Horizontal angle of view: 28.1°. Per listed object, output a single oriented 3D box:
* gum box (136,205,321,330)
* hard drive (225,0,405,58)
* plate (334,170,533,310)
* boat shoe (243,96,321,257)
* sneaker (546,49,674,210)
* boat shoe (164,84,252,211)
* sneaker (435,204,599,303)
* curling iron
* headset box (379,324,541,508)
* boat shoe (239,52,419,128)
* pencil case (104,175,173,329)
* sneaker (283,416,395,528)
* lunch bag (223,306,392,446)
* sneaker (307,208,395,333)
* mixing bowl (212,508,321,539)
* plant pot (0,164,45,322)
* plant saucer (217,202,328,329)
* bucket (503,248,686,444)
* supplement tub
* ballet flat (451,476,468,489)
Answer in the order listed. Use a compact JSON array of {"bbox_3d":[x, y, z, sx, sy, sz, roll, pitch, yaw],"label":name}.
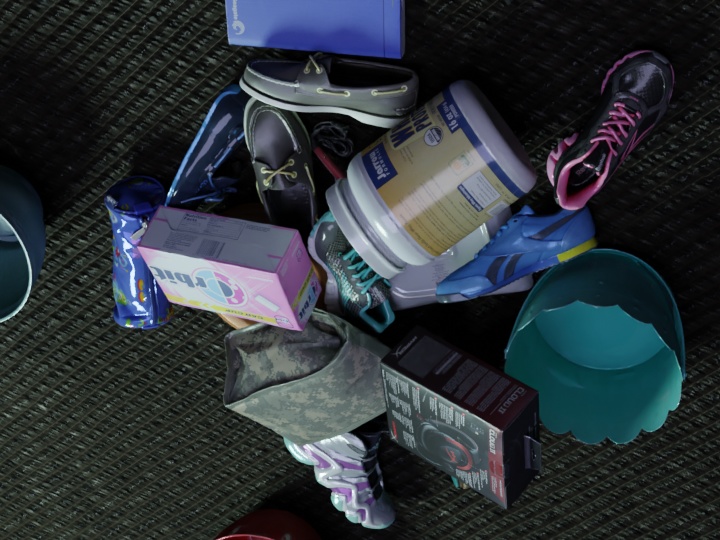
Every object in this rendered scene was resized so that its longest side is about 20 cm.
[{"bbox_3d":[-0.158,-0.004,1.691,0.199,0.066,0.114,11,147,23],"label":"gum box"},{"bbox_3d":[-0.051,-0.303,1.569,0.199,0.025,0.133,7,124,12],"label":"hard drive"},{"bbox_3d":[0.085,-0.040,1.698,0.198,0.032,0.201,-9,119,21],"label":"plate"},{"bbox_3d":[-0.085,-0.107,1.652,0.071,0.061,0.202,-13,124,5],"label":"boat shoe"},{"bbox_3d":[0.267,-0.143,1.538,0.079,0.096,0.200,30,122,-2],"label":"sneaker"},{"bbox_3d":[-0.172,-0.121,1.690,0.068,0.084,0.200,30,128,-2],"label":"boat shoe"},{"bbox_3d":[0.170,-0.027,1.642,0.199,0.066,0.079,-24,98,5],"label":"sneaker"},{"bbox_3d":[0.007,-0.088,1.658,0.049,0.026,0.201,-35,88,33],"label":"curling iron"},{"bbox_3d":[0.126,0.175,1.672,0.199,0.075,0.149,28,145,31],"label":"headset box"},{"bbox_3d":[-0.033,-0.211,1.597,0.200,0.072,0.061,11,129,1],"label":"boat shoe"},{"bbox_3d":[-0.274,-0.018,1.787,0.078,0.087,0.201,-9,127,-16],"label":"pencil case"},{"bbox_3d":[0.008,0.246,1.882,0.140,0.078,0.200,-35,108,33],"label":"sneaker"},{"bbox_3d":[-0.045,0.122,1.764,0.199,0.118,0.164,-20,146,28],"label":"lunch bag"},{"bbox_3d":[0.000,0.000,1.687,0.091,0.078,0.200,35,159,32],"label":"sneaker"},{"bbox_3d":[-0.122,0.407,2.008,0.199,0.109,0.201,8,125,11],"label":"mixing bowl"},{"bbox_3d":[-0.476,-0.052,1.793,0.199,0.134,0.201,8,125,11],"label":"plant pot"},{"bbox_3d":[-0.115,0.011,1.788,0.199,0.038,0.201,8,125,11],"label":"plant saucer"},{"bbox_3d":[0.274,0.082,1.659,0.206,0.135,0.208,7,125,11],"label":"bucket"},{"bbox_3d":[0.076,-0.096,1.566,0.200,0.145,0.145,-36,108,13],"label":"supplement tub"},{"bbox_3d":[0.127,0.187,1.827,0.065,0.071,0.201,-19,122,-4],"label":"ballet flat"}]
